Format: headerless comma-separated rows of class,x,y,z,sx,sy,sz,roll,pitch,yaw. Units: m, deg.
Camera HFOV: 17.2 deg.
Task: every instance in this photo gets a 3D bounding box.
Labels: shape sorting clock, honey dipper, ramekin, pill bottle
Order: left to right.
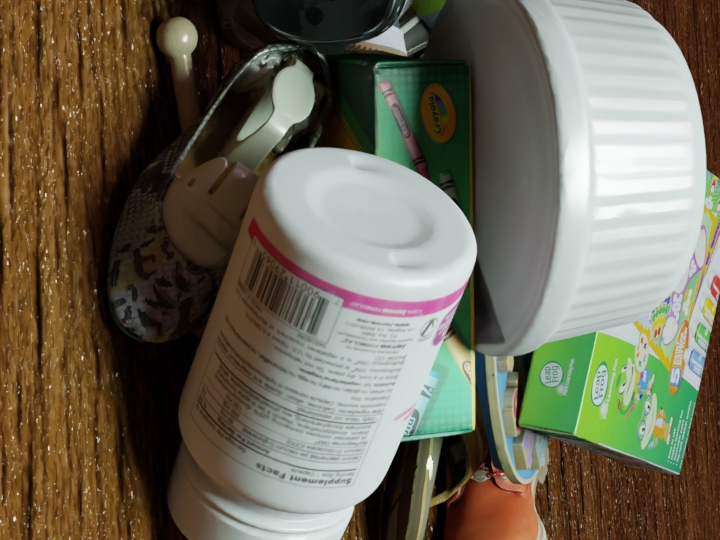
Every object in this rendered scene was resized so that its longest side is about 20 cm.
honey dipper,-0.085,-0.036,1.276,0.038,0.038,0.200,-19,100,-70
pill bottle,-0.026,0.049,1.191,0.113,0.113,0.200,-62,175,-58
shape sorting clock,0.106,0.036,1.517,0.200,0.039,0.200,2,90,-71
ramekin,0.105,-0.056,1.259,0.202,0.094,0.203,177,-90,-70

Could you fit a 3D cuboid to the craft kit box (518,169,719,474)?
craft kit box,0.176,0.020,1.532,0.197,0.048,0.200,22,79,-58

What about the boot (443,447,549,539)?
boot,0.084,0.141,1.669,0.200,0.075,0.107,-82,155,-56

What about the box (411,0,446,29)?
box,0.076,-0.179,1.498,0.200,0.122,0.048,47,70,-13

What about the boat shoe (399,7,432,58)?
boat shoe,0.046,-0.161,1.627,0.057,0.067,0.200,63,21,-12

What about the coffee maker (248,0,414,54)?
coffee maker,0.004,-0.232,1.297,0.192,0.135,0.200,63,28,-4

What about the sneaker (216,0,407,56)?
sneaker,-0.034,-0.183,1.410,0.200,0.070,0.109,18,62,-66

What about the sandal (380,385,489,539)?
sandal,0.061,0.097,1.539,0.080,0.054,0.200,132,-23,-72

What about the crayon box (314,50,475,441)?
crayon box,0.013,-0.017,1.295,0.119,0.058,0.200,-161,-112,-68

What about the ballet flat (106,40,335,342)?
ballet flat,-0.067,-0.050,1.221,0.200,0.072,0.072,-61,144,-37
